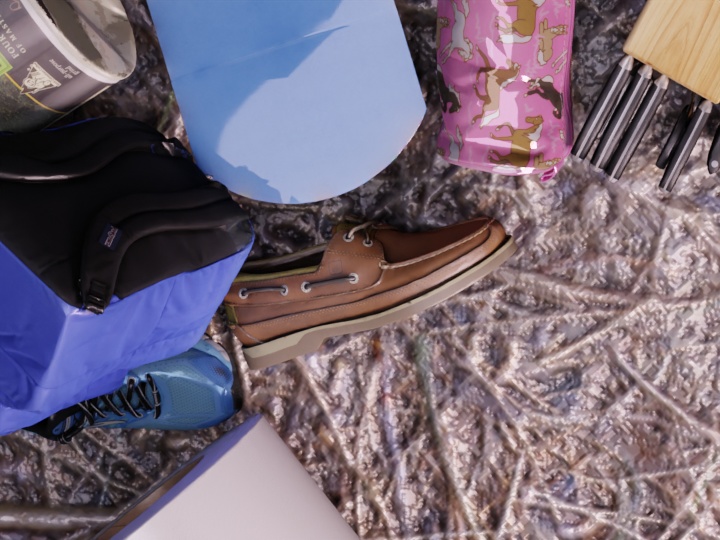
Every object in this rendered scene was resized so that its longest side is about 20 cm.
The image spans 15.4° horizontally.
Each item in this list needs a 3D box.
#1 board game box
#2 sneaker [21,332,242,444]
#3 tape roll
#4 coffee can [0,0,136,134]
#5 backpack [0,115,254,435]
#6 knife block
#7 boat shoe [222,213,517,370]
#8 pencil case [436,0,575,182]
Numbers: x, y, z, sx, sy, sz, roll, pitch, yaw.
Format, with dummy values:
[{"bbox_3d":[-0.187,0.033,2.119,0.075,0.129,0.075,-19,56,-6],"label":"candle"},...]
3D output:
[{"bbox_3d":[-0.045,-0.144,1.698,0.157,0.039,0.201,-17,91,16],"label":"board game box"},{"bbox_3d":[-0.174,0.086,1.744,0.199,0.090,0.079,0,118,15],"label":"sneaker"},{"bbox_3d":[-0.099,0.207,1.704,0.202,0.203,0.139,-37,94,17],"label":"tape roll"},{"bbox_3d":[-0.264,-0.135,1.690,0.199,0.146,0.147,-31,95,16],"label":"coffee can"},{"bbox_3d":[-0.182,-0.003,1.657,0.163,0.200,0.168,45,130,16],"label":"backpack"},{"bbox_3d":[0.195,-0.155,1.625,0.175,0.064,0.201,-16,99,13],"label":"knife block"},{"bbox_3d":[0.000,0.000,1.702,0.199,0.072,0.068,-22,98,16],"label":"boat shoe"},{"bbox_3d":[0.093,-0.158,1.642,0.086,0.082,0.201,22,113,53],"label":"pencil case"}]
